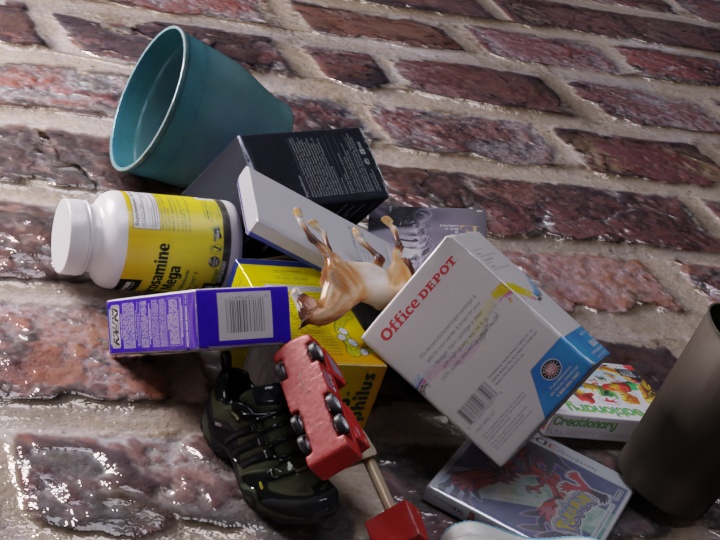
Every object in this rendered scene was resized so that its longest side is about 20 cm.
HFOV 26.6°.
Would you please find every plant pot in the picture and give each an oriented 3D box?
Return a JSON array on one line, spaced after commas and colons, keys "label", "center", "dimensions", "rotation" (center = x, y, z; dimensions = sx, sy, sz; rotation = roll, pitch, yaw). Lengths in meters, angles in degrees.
[{"label": "plant pot", "center": [-0.199, -0.191, 1.993], "dimensions": [0.188, 0.200, 0.200], "rotation": [22, 23, -29]}]

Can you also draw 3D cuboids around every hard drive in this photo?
[{"label": "hard drive", "center": [-0.045, -0.036, 1.719], "dimensions": [0.200, 0.025, 0.132], "rotation": [28, 22, -24]}]

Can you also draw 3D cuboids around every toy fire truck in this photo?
[{"label": "toy fire truck", "center": [-0.011, 0.169, 1.460], "dimensions": [0.141, 0.049, 0.200], "rotation": [47, 16, -47]}]

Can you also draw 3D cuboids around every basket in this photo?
[{"label": "basket", "center": [0.379, 0.159, 1.649], "dimensions": [0.136, 0.200, 0.180], "rotation": [30, 21, -5]}]

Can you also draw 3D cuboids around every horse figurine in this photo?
[{"label": "horse figurine", "center": [0.000, 0.000, 1.635], "dimensions": [0.200, 0.050, 0.133], "rotation": [5, 53, -43]}]

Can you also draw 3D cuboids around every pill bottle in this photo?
[{"label": "pill bottle", "center": [-0.244, -0.032, 1.735], "dimensions": [0.200, 0.113, 0.112], "rotation": [4, 30, -25]}]

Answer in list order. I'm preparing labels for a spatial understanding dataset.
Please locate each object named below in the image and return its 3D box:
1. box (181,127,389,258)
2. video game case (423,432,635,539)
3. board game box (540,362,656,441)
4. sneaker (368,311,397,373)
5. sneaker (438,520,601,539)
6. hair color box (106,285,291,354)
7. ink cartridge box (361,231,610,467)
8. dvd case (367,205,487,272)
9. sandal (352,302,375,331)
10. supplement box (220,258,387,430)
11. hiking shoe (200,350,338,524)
[{"label": "box", "center": [-0.093, -0.092, 1.873], "dimensions": [0.200, 0.148, 0.104], "rotation": [-7, 68, -42]}, {"label": "video game case", "center": [0.183, 0.232, 1.608], "dimensions": [0.182, 0.023, 0.200], "rotation": [26, 28, 15]}, {"label": "board game box", "center": [0.267, 0.150, 1.778], "dimensions": [0.200, 0.035, 0.126], "rotation": [7, 27, -31]}, {"label": "sneaker", "center": [0.058, 0.060, 1.770], "dimensions": [0.099, 0.071, 0.200], "rotation": [35, 25, -23]}, {"label": "sneaker", "center": [0.171, 0.297, 1.437], "dimensions": [0.200, 0.077, 0.081], "rotation": [8, 37, -7]}, {"label": "hair color box", "center": [-0.170, 0.053, 1.567], "dimensions": [0.109, 0.065, 0.200], "rotation": [-2, -2, -34]}, {"label": "ink cartridge box", "center": [0.133, 0.077, 1.594], "dimensions": [0.200, 0.147, 0.145], "rotation": [43, 13, 10]}, {"label": "dvd case", "center": [0.080, -0.024, 1.843], "dimensions": [0.148, 0.016, 0.200], "rotation": [2, 32, 2]}, {"label": "sandal", "center": [-0.019, 0.073, 1.743], "dimensions": [0.050, 0.083, 0.203], "rotation": [-23, 26, 14]}, {"label": "supplement box", "center": [-0.069, 0.086, 1.628], "dimensions": [0.109, 0.109, 0.200], "rotation": [3, 31, -27]}, {"label": "hiking shoe", "center": [-0.091, 0.163, 1.470], "dimensions": [0.076, 0.101, 0.200], "rotation": [-21, 42, -34]}]
